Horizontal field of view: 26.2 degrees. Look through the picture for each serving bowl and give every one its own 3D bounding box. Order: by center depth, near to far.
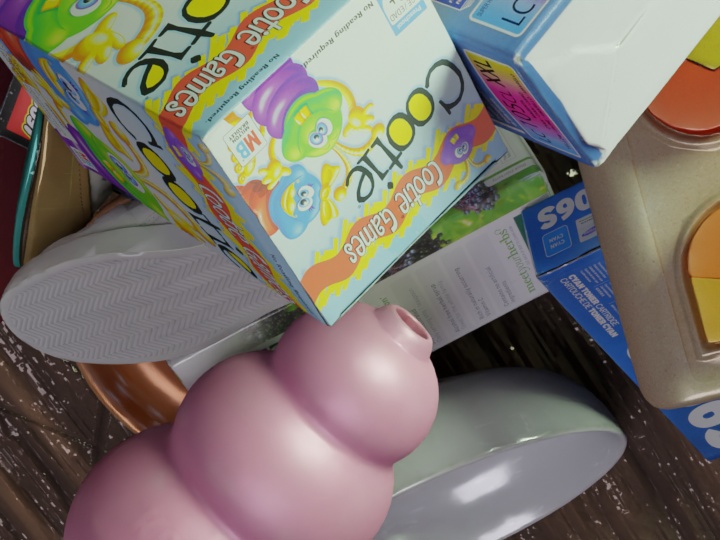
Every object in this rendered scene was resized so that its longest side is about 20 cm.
[{"bbox_3d":[0.039,0.106,0.832,0.200,0.200,0.066,-39,63,31],"label":"serving bowl"}]

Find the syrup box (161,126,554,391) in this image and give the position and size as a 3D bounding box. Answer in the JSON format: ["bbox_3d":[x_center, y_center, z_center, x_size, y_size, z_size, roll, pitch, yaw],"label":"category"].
[{"bbox_3d":[0.000,0.000,0.766,0.200,0.082,0.079,-28,134,3],"label":"syrup box"}]

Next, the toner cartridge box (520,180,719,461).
[{"bbox_3d":[0.168,0.018,0.751,0.095,0.043,0.200,-28,136,21],"label":"toner cartridge box"}]

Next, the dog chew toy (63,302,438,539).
[{"bbox_3d":[-0.043,0.095,0.701,0.124,0.125,0.200,40,104,-10],"label":"dog chew toy"}]

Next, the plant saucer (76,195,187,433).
[{"bbox_3d":[-0.071,0.029,0.880,0.200,0.037,0.201,7,122,12],"label":"plant saucer"}]

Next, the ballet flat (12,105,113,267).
[{"bbox_3d":[-0.128,-0.086,0.734,0.063,0.069,0.200,6,112,-8],"label":"ballet flat"}]

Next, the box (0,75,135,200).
[{"bbox_3d":[-0.084,-0.129,0.766,0.137,0.040,0.200,27,112,-1],"label":"box"}]

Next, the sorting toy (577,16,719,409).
[{"bbox_3d":[0.183,-0.054,0.620,0.200,0.036,0.186,-17,84,23],"label":"sorting toy"}]

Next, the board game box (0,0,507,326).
[{"bbox_3d":[-0.056,-0.080,0.628,0.200,0.105,0.103,30,160,47],"label":"board game box"}]

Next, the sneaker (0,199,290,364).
[{"bbox_3d":[-0.070,-0.031,0.725,0.200,0.116,0.074,-17,131,17],"label":"sneaker"}]

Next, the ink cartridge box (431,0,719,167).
[{"bbox_3d":[0.055,-0.140,0.645,0.137,0.200,0.076,-51,131,-8],"label":"ink cartridge box"}]

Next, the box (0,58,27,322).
[{"bbox_3d":[-0.248,-0.074,0.824,0.128,0.109,0.200,9,122,11],"label":"box"}]
